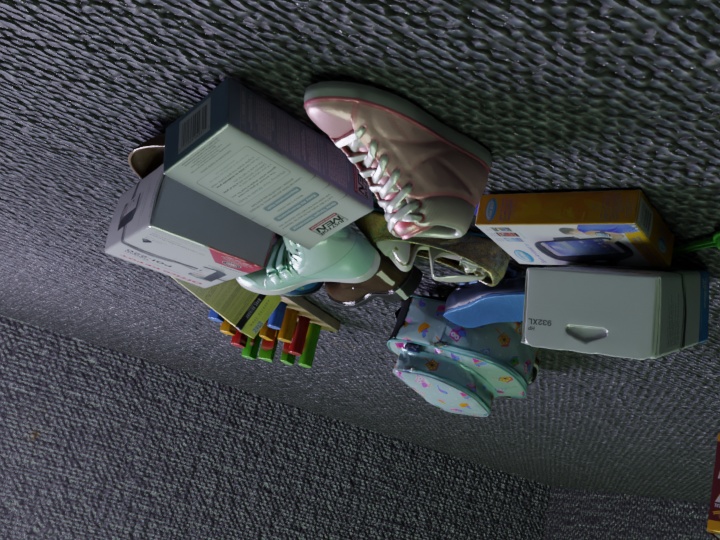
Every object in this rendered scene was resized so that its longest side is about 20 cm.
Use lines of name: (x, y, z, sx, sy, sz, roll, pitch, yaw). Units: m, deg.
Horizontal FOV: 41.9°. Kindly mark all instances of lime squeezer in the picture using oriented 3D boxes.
lime squeezer: (0.374, -0.011, 0.926, 0.037, 0.072, 0.200, -4, -158, -19)

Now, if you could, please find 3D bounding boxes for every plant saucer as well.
plant saucer: (-0.165, -0.112, 1.079, 0.198, 0.037, 0.201, 13, 165, 4)

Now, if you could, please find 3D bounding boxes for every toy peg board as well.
toy peg board: (-0.173, 0.103, 1.716, 0.198, 0.099, 0.199, 4, 162, 29)

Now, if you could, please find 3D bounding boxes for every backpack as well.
backpack: (0.155, 0.125, 1.375, 0.198, 0.155, 0.176, -2, 149, 34)

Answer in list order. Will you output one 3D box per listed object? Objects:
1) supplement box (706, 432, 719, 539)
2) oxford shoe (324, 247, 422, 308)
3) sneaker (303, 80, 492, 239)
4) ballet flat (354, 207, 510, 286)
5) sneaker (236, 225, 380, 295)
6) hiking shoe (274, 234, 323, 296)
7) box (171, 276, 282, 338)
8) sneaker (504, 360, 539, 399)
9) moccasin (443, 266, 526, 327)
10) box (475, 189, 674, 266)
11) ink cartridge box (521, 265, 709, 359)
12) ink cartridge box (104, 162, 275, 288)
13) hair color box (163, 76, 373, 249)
supplement box: (0.799, 0.457, 1.919, 0.131, 0.200, 0.200, 4, 163, 30)
oxford shoe: (0.000, 0.000, 1.294, 0.084, 0.073, 0.199, 39, 154, -21)
sneaker: (0.030, -0.092, 0.859, 0.198, 0.106, 0.075, 23, 164, -25)
ballet flat: (0.079, -0.024, 1.119, 0.197, 0.072, 0.071, 13, 165, 2)
sneaker: (-0.087, -0.033, 1.136, 0.198, 0.075, 0.118, -7, 145, 27)
hiking shoe: (-0.094, -0.012, 1.291, 0.086, 0.075, 0.200, 5, 162, 31)
box: (-0.210, 0.009, 1.330, 0.199, 0.076, 0.050, 34, 173, 22)
sneaker: (0.263, 0.184, 1.643, 0.075, 0.089, 0.200, 5, 164, 23)
moccasin: (0.173, 0.023, 1.208, 0.080, 0.069, 0.199, 31, 157, -28)
box: (0.215, -0.042, 0.991, 0.198, 0.042, 0.119, -1, 159, 36)
ink cartridge box: (0.280, 0.039, 1.016, 0.144, 0.085, 0.199, 4, -177, 33)
ink cartridge box: (-0.203, -0.049, 1.111, 0.144, 0.086, 0.199, 21, 164, -25)
hair color box: (-0.089, -0.101, 0.947, 0.098, 0.061, 0.199, -29, 140, 33)
